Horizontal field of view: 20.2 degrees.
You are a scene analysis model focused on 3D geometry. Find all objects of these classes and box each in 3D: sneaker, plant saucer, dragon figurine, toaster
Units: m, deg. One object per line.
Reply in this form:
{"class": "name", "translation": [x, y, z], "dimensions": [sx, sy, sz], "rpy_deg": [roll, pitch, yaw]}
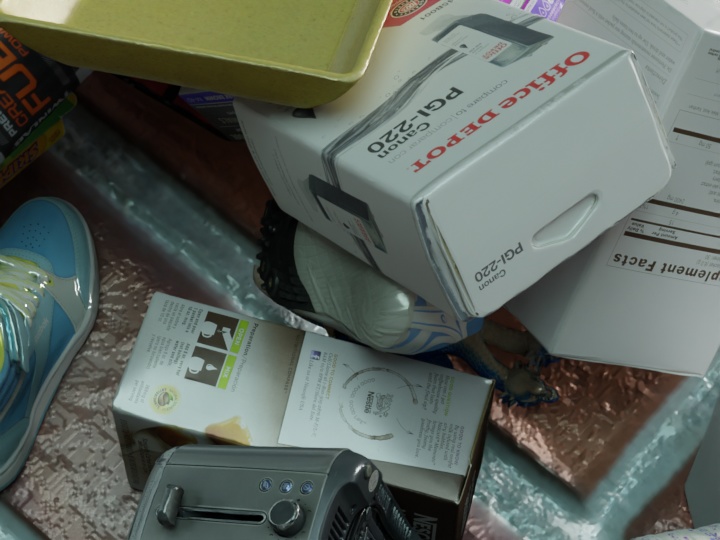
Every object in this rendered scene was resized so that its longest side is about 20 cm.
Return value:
{"class": "sneaker", "translation": [0.000, 0.000, 1.156], "dimensions": [0.072, 0.072, 0.200], "rpy_deg": [9, 13, -32]}
{"class": "plant saucer", "translation": [-0.076, -0.158, 1.107], "dimensions": [0.200, 0.048, 0.200], "rpy_deg": [11, 42, 8]}
{"class": "dragon figurine", "translation": [0.028, 0.041, 1.215], "dimensions": [0.200, 0.099, 0.059], "rpy_deg": [2, 59, 28]}
{"class": "toaster", "translation": [-0.043, 0.168, 1.089], "dimensions": [0.129, 0.200, 0.114], "rpy_deg": [5, 61, 22]}
{"class": "sneaker", "translation": [-0.209, 0.021, 1.185], "dimensions": [0.080, 0.131, 0.200], "rpy_deg": [9, 62, 6]}

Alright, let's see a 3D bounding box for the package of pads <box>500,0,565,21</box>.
{"class": "package of pads", "translation": [0.074, -0.168, 1.292], "dimensions": [0.076, 0.121, 0.200], "rpy_deg": [-1, 50, 51]}

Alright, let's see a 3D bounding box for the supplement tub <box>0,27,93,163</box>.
{"class": "supplement tub", "translation": [-0.234, -0.107, 1.164], "dimensions": [0.107, 0.107, 0.200], "rpy_deg": [40, 81, 19]}

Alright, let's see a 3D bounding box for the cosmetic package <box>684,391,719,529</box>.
{"class": "cosmetic package", "translation": [0.287, 0.161, 1.093], "dimensions": [0.167, 0.166, 0.200], "rpy_deg": [-9, 61, -5]}

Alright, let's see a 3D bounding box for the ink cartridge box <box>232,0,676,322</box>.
{"class": "ink cartridge box", "translation": [0.045, -0.070, 1.072], "dimensions": [0.146, 0.085, 0.200], "rpy_deg": [-35, 35, -16]}

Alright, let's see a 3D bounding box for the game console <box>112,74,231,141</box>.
{"class": "game console", "translation": [-0.129, -0.189, 1.311], "dimensions": [0.172, 0.119, 0.200], "rpy_deg": [30, 65, -20]}

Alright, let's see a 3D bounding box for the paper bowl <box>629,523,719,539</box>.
{"class": "paper bowl", "translation": [0.166, 0.234, 1.034], "dimensions": [0.104, 0.201, 0.201], "rpy_deg": [-9, 62, -6]}

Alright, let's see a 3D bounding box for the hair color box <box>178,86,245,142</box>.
{"class": "hair color box", "translation": [-0.025, -0.179, 1.227], "dimensions": [0.109, 0.065, 0.200], "rpy_deg": [-2, 62, 38]}

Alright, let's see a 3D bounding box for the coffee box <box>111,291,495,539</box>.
{"class": "coffee box", "translation": [-0.031, 0.094, 1.157], "dimensions": [0.200, 0.114, 0.080], "rpy_deg": [14, 62, 8]}

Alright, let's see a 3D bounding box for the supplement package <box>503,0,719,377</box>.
{"class": "supplement package", "translation": [0.162, -0.059, 1.144], "dimensions": [0.120, 0.200, 0.121], "rpy_deg": [9, 25, -33]}

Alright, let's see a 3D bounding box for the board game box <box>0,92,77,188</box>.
{"class": "board game box", "translation": [-0.281, -0.070, 1.292], "dimensions": [0.096, 0.030, 0.200], "rpy_deg": [40, 72, 18]}
